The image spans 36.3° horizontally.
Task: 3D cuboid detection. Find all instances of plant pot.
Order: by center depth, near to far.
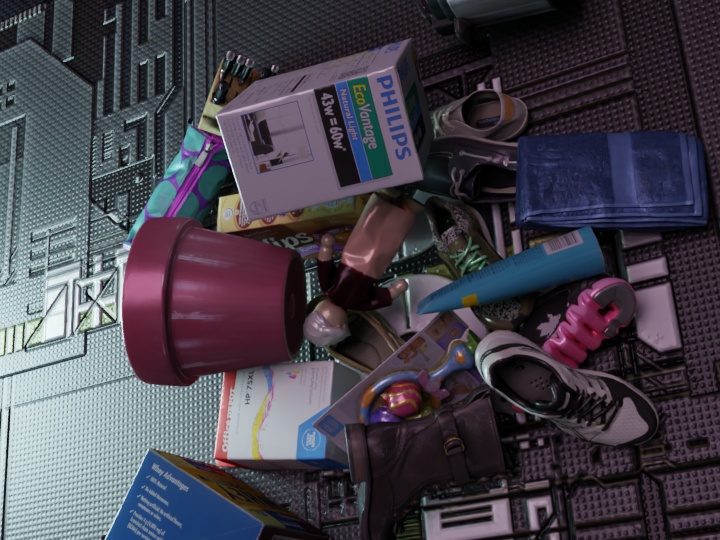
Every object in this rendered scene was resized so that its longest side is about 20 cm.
[{"bbox_3d":[-0.161,0.037,1.283,0.177,0.200,0.202,1,72,10],"label":"plant pot"}]

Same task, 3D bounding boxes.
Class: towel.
[{"bbox_3d":[0.264,-0.096,1.165,0.198,0.049,0.113,-1,69,7],"label":"towel"}]

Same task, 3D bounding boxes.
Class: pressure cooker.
[{"bbox_3d":[0.148,-0.376,1.303,0.199,0.179,0.176,-6,39,29],"label":"pressure cooker"}]

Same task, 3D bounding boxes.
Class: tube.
[{"bbox_3d":[0.151,0.008,1.140,0.198,0.077,0.051,-18,90,5],"label":"tube"}]

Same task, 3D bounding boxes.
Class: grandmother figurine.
[{"bbox_3d":[0.000,0.000,1.249,0.201,0.121,0.061,-58,12,7],"label":"grandmother figurine"}]

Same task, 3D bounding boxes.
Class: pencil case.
[{"bbox_3d":[-0.240,-0.098,1.479,0.085,0.092,0.201,29,90,-2],"label":"pencil case"}]

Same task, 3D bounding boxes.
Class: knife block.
[{"bbox_3d":[-0.173,-0.234,1.437,0.199,0.175,0.064,11,77,33],"label":"knife block"}]

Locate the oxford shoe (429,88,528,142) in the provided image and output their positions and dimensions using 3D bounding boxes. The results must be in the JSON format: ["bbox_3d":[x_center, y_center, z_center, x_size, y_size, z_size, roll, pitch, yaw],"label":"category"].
[{"bbox_3d":[0.103,-0.171,1.323,0.199,0.058,0.076,-14,68,28],"label":"oxford shoe"}]

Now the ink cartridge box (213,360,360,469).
[{"bbox_3d":[-0.104,0.175,1.313,0.199,0.067,0.117,-6,69,30],"label":"ink cartridge box"}]

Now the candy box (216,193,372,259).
[{"bbox_3d":[-0.063,-0.061,1.345,0.199,0.117,0.057,-9,67,27],"label":"candy box"}]

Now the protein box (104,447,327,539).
[{"bbox_3d":[-0.183,0.344,1.256,0.198,0.135,0.201,23,85,35],"label":"protein box"}]

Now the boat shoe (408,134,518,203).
[{"bbox_3d":[0.129,-0.113,1.266,0.199,0.063,0.073,4,119,28],"label":"boat shoe"}]

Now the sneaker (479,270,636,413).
[{"bbox_3d":[0.201,0.068,1.180,0.200,0.079,0.096,-43,35,10],"label":"sneaker"}]

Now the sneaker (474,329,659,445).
[{"bbox_3d":[0.204,0.130,1.091,0.199,0.088,0.076,22,101,0],"label":"sneaker"}]

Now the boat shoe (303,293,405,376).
[{"bbox_3d":[0.000,0.082,1.287,0.200,0.063,0.073,39,94,35],"label":"boat shoe"}]

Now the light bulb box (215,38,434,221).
[{"bbox_3d":[-0.030,-0.160,1.216,0.198,0.198,0.126,-12,108,12],"label":"light bulb box"}]

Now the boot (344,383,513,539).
[{"bbox_3d":[0.079,0.227,1.169,0.173,0.202,0.069,-10,24,-1],"label":"boot"}]

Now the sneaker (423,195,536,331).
[{"bbox_3d":[0.120,-0.011,1.223,0.077,0.088,0.200,-44,47,13],"label":"sneaker"}]

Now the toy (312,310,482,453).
[{"bbox_3d":[0.059,0.144,1.194,0.200,0.115,0.047,-43,31,8],"label":"toy"}]
